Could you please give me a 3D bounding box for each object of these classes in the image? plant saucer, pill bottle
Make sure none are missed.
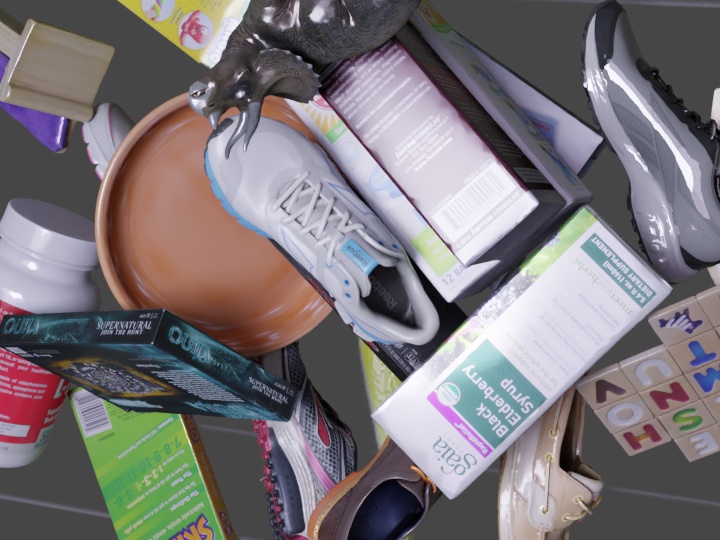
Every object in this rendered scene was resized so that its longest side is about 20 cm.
[{"bbox_3d":[-0.094,-0.036,0.956,0.200,0.037,0.200,-3,101,-18],"label":"plant saucer"},{"bbox_3d":[-0.278,0.049,1.064,0.112,0.112,0.200,27,103,15],"label":"pill bottle"}]

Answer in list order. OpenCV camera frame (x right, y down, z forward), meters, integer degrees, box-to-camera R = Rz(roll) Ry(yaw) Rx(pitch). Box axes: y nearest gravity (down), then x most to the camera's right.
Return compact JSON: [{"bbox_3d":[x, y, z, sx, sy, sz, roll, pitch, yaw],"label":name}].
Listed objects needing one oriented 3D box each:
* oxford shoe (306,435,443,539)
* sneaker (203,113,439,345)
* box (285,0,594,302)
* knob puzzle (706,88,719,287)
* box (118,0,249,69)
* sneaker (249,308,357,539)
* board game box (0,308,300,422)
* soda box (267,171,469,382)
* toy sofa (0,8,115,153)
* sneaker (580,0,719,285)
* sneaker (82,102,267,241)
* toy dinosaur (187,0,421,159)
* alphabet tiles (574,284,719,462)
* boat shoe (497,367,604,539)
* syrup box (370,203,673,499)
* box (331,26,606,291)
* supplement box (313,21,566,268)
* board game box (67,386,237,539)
[{"bbox_3d":[0.048,0.142,0.954,0.071,0.073,0.200,43,81,-14],"label":"oxford shoe"},{"bbox_3d":[-0.016,-0.025,0.844,0.200,0.087,0.075,44,85,-19],"label":"sneaker"},{"bbox_3d":[0.050,-0.091,0.905,0.112,0.101,0.200,-40,81,16],"label":"box"},{"bbox_3d":[0.325,-0.025,0.896,0.220,0.030,0.220,2,95,18],"label":"knob puzzle"},{"bbox_3d":[-0.140,-0.248,1.028,0.200,0.048,0.117,39,105,14],"label":"box"},{"bbox_3d":[-0.044,0.120,1.017,0.075,0.081,0.200,-10,83,-14],"label":"sneaker"},{"bbox_3d":[-0.158,0.069,0.955,0.200,0.135,0.028,-2,62,44],"label":"board game box"},{"bbox_3d":[0.000,0.000,0.937,0.063,0.071,0.200,-44,110,-7],"label":"soda box"},{"bbox_3d":[-0.293,-0.176,1.033,0.200,0.083,0.098,35,104,35],"label":"toy sofa"},{"bbox_3d":[0.210,-0.095,0.903,0.079,0.074,0.200,-22,90,27],"label":"sneaker"},{"bbox_3d":[-0.128,-0.070,1.027,0.200,0.081,0.088,41,102,5],"label":"sneaker"},{"bbox_3d":[-0.014,-0.156,0.728,0.200,0.077,0.102,-31,96,10],"label":"toy dinosaur"},{"bbox_3d":[0.253,0.064,0.877,0.200,0.167,0.008,-25,43,19],"label":"alphabet tiles"},{"bbox_3d":[0.141,0.152,0.950,0.069,0.074,0.200,-2,93,25],"label":"boat shoe"},{"bbox_3d":[0.107,0.052,0.872,0.079,0.081,0.200,46,100,6],"label":"syrup box"},{"bbox_3d":[0.063,-0.099,0.975,0.200,0.038,0.137,38,105,12],"label":"box"},{"bbox_3d":[0.033,-0.097,0.800,0.061,0.109,0.200,-41,80,15],"label":"supplement box"},{"bbox_3d":[-0.167,0.178,1.082,0.095,0.030,0.200,-21,85,20],"label":"board game box"}]
